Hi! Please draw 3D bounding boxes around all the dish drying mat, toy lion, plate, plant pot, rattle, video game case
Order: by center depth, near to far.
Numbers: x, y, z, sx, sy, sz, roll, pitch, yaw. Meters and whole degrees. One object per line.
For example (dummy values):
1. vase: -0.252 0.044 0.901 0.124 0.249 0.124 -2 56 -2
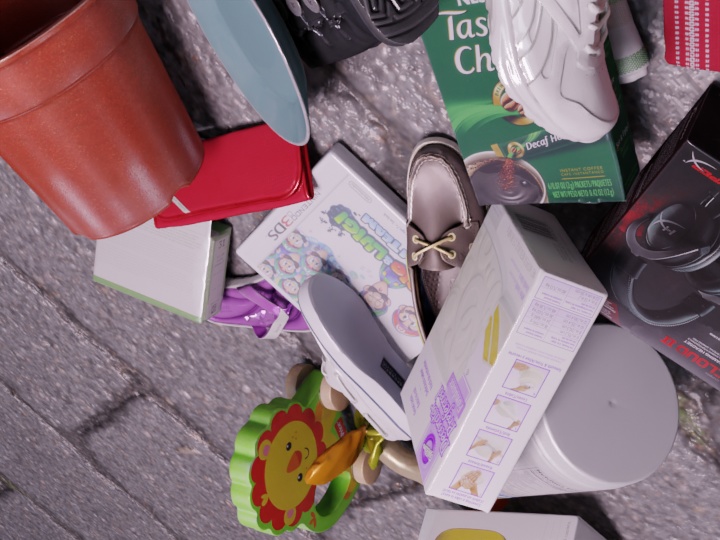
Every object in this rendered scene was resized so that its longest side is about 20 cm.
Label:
1. plate: -0.090 -0.191 0.819 0.200 0.026 0.200 52 167 17
2. plant pot: -0.247 -0.147 0.910 0.200 0.201 0.196 1 137 36
3. dish drying mat: -0.129 -0.088 0.971 0.199 0.018 0.077 -8 90 36
4. video game case: 0.000 0.000 0.980 0.200 0.024 0.182 42 133 -8
5. rattle: 0.063 0.226 1.096 0.200 0.143 0.130 48 122 -5
6. toy lion: -0.065 0.213 1.130 0.068 0.192 0.201 6 133 32

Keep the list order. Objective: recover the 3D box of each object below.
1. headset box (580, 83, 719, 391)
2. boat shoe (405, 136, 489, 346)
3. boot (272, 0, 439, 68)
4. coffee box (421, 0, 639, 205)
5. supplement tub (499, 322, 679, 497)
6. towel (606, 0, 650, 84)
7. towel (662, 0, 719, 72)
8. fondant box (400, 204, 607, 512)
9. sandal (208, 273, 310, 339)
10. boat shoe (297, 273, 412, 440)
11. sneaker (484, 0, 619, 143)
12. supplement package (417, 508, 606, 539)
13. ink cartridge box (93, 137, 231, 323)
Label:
1. headset box: 0.254 -0.011 0.752 0.148 0.077 0.200 34 140 3
2. boat shoe: 0.071 -0.012 0.879 0.071 0.060 0.201 4 121 20
3. boot: -0.030 -0.226 0.714 0.166 0.065 0.200 67 168 -15
4. coffee box: 0.111 -0.139 0.711 0.122 0.044 0.201 1 127 34
5. supplement tub: 0.162 0.125 0.884 0.132 0.132 0.200 40 156 -5
6. towel: 0.102 -0.209 0.710 0.148 0.031 0.201 -7 122 39
7. towel: 0.278 -0.175 0.611 0.199 0.023 0.145 13 138 30
8. fondant box: 0.103 0.061 0.804 0.058 0.144 0.201 17 112 -14
9. sandal: -0.108 0.045 1.104 0.202 0.050 0.083 -6 126 40
10. boat shoe: -0.006 0.092 0.990 0.065 0.074 0.200 -24 110 35
11. sneaker: 0.118 -0.166 0.597 0.099 0.078 0.201 -14 119 33
12. supplement package: 0.168 0.358 1.108 0.199 0.153 0.151 -9 141 42
13. ink cartridge box: -0.204 -0.061 1.075 0.145 0.048 0.201 20 115 20
